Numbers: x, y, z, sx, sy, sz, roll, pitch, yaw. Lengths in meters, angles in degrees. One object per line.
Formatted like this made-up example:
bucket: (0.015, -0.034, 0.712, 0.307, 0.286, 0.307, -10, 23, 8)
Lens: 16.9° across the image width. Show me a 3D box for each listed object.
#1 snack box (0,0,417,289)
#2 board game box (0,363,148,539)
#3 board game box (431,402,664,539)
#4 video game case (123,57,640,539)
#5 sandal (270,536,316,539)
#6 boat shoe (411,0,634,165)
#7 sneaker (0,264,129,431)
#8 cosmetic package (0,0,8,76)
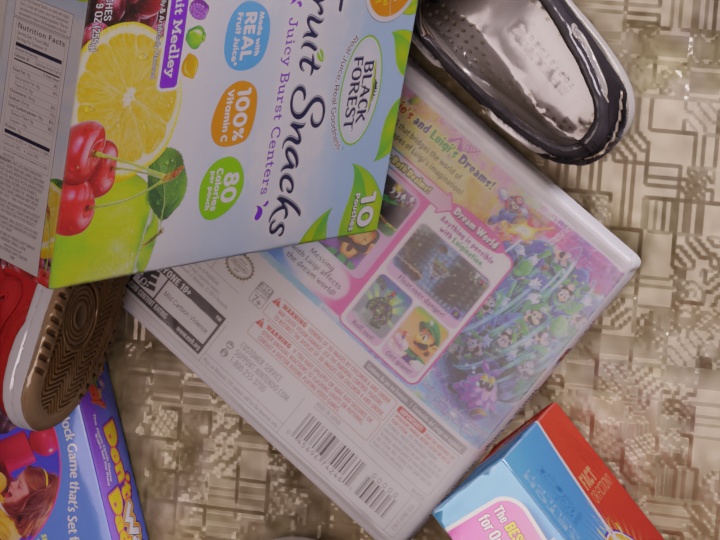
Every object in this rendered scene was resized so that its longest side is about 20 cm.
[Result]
snack box: (-0.063, -0.078, 1.027, 0.053, 0.200, 0.142, 26, 114, 36)
board game box: (-0.177, 0.129, 1.199, 0.134, 0.045, 0.200, -12, 94, 16)
board game box: (0.121, 0.159, 1.072, 0.040, 0.153, 0.200, -39, 87, 14)
video game case: (0.000, 0.000, 1.141, 0.200, 0.024, 0.182, 42, 104, 12)
sandal: (-0.056, 0.225, 1.178, 0.082, 0.050, 0.203, 17, 87, 20)
boat shoe: (0.046, -0.129, 1.102, 0.074, 0.060, 0.200, -38, 87, 15)
sneaker: (-0.166, -0.025, 1.141, 0.112, 0.071, 0.200, 8, 69, 15)
cosmetic package: (-0.127, -0.134, 1.065, 0.085, 0.200, 0.108, 56, 144, 2)
